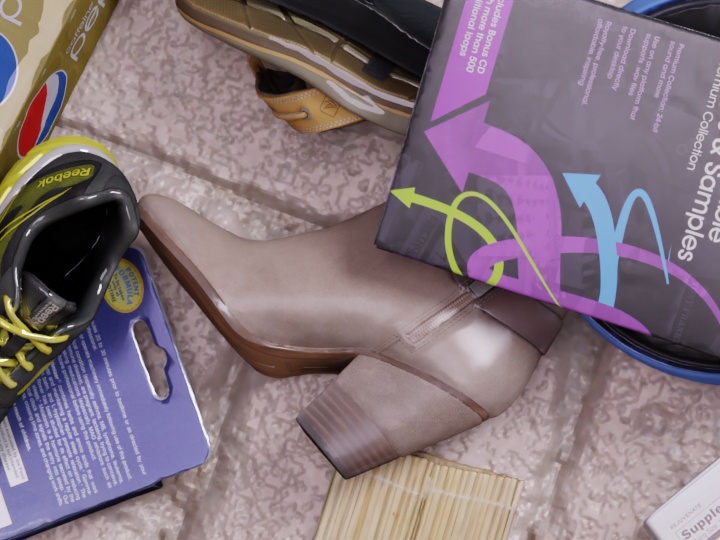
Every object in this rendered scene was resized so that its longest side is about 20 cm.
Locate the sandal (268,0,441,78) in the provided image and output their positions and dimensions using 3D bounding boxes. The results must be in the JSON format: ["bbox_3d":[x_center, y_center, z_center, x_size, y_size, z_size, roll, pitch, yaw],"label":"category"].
[{"bbox_3d":[-0.014,-0.156,1.251,0.199,0.075,0.048,27,116,1],"label":"sandal"}]

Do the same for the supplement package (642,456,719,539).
[{"bbox_3d":[0.248,0.148,1.151,0.150,0.152,0.200,-38,81,1],"label":"supplement package"}]

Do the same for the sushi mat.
[{"bbox_3d":[0.008,0.187,1.245,0.095,0.012,0.201,17,87,6],"label":"sushi mat"}]

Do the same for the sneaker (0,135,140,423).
[{"bbox_3d":[-0.176,0.024,1.204,0.074,0.085,0.201,32,87,-24],"label":"sneaker"}]

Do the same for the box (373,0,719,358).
[{"bbox_3d":[0.120,-0.050,1.177,0.199,0.036,0.144,17,100,7],"label":"box"}]

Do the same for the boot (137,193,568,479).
[{"bbox_3d":[0.000,0.000,1.245,0.146,0.070,0.200,-40,82,-5],"label":"boot"}]

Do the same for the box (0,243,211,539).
[{"bbox_3d":[-0.182,0.076,1.268,0.199,0.032,0.122,-20,82,5],"label":"box"}]

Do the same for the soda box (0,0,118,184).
[{"bbox_3d":[-0.173,-0.123,1.270,0.064,0.068,0.201,25,87,9],"label":"soda box"}]

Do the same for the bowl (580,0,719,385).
[{"bbox_3d":[0.177,-0.043,1.210,0.199,0.039,0.202,2,96,17],"label":"bowl"}]

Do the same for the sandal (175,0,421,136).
[{"bbox_3d":[-0.010,-0.090,1.253,0.199,0.080,0.054,29,116,8],"label":"sandal"}]
